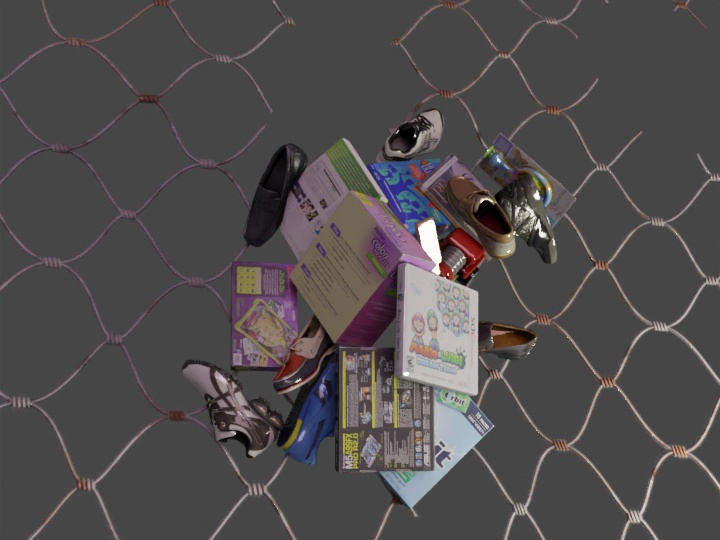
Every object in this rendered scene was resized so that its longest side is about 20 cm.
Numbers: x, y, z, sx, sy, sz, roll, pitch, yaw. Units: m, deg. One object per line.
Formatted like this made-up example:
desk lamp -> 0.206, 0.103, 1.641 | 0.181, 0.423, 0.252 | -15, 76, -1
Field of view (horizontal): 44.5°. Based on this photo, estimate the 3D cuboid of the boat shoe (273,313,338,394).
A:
boat shoe -> -0.095, 0.138, 1.491 | 0.200, 0.071, 0.063 | -47, 117, -52

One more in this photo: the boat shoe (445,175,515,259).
boat shoe -> 0.224, -0.113, 1.619 | 0.074, 0.067, 0.200 | -25, 57, -17

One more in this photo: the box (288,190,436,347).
box -> 0.000, 0.000, 1.511 | 0.096, 0.200, 0.176 | 13, 30, -47

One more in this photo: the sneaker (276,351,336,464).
sneaker -> -0.070, 0.234, 1.496 | 0.078, 0.066, 0.201 | 35, 58, -16

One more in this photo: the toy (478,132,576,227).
toy -> 0.318, -0.167, 1.746 | 0.047, 0.115, 0.200 | -37, 77, -31

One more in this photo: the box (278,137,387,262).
box -> -0.065, -0.125, 1.613 | 0.200, 0.036, 0.145 | -38, 70, 17

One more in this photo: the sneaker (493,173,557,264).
sneaker -> 0.311, -0.084, 1.704 | 0.114, 0.200, 0.076 | -23, 35, 11

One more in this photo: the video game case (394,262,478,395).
video game case -> 0.128, 0.099, 1.437 | 0.200, 0.024, 0.183 | 20, 66, -44

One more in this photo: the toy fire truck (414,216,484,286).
toy fire truck -> 0.147, -0.023, 1.588 | 0.129, 0.200, 0.176 | 41, 63, 8

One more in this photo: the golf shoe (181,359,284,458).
golf shoe -> -0.225, 0.226, 1.449 | 0.200, 0.078, 0.095 | 35, 62, 6

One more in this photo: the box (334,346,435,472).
box -> 0.039, 0.225, 1.431 | 0.159, 0.044, 0.201 | 1, 81, -9

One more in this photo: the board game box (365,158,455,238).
board game box -> 0.109, -0.138, 1.686 | 0.199, 0.045, 0.153 | -11, 65, -43

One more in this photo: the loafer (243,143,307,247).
loafer -> -0.165, -0.139, 1.602 | 0.068, 0.070, 0.201 | 30, 97, 27

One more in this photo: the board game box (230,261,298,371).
board game box -> -0.171, 0.081, 1.561 | 0.119, 0.032, 0.201 | 2, 64, -9

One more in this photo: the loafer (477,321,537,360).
loafer -> 0.226, 0.119, 1.610 | 0.199, 0.072, 0.073 | 2, 65, -12

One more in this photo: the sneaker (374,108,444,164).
sneaker -> 0.112, -0.270, 1.767 | 0.076, 0.088, 0.200 | 37, 60, 8

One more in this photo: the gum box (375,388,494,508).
gum box -> 0.096, 0.266, 1.480 | 0.200, 0.045, 0.170 | -41, 91, -14

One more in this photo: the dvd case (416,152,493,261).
dvd case -> 0.212, -0.127, 1.713 | 0.200, 0.016, 0.149 | 47, 43, 0
